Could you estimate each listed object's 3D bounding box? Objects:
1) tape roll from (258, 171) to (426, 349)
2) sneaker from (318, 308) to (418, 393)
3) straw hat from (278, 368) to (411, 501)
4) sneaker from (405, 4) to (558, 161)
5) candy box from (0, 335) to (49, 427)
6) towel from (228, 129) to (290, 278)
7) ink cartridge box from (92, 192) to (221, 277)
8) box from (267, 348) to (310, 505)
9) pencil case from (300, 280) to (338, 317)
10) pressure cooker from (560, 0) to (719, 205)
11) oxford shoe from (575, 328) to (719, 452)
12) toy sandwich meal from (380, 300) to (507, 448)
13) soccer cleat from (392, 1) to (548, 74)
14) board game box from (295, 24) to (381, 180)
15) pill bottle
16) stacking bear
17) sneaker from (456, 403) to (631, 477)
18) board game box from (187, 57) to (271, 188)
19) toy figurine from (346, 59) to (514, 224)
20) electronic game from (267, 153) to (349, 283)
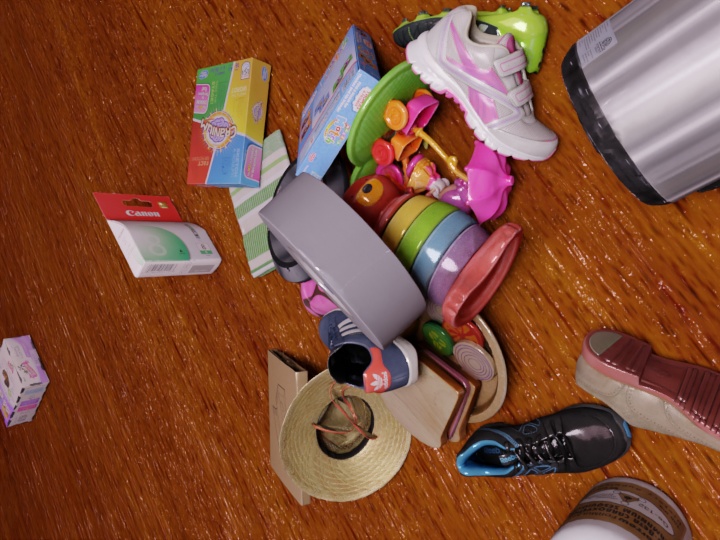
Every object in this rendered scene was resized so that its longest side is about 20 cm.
[{"bbox_3d":[-0.020,-0.008,0.608,0.066,0.200,0.200,-42,63,-6],"label":"tape roll"},{"bbox_3d":[-0.017,0.099,0.706,0.200,0.084,0.076,14,115,56],"label":"sneaker"},{"bbox_3d":[-0.025,0.217,0.811,0.085,0.200,0.203,-142,56,-74],"label":"straw hat"},{"bbox_3d":[0.145,-0.201,0.605,0.200,0.081,0.088,41,129,-7],"label":"sneaker"},{"bbox_3d":[-0.967,0.312,1.591,0.168,0.071,0.200,53,123,22],"label":"candy box"},{"bbox_3d":[-0.153,-0.106,0.932,0.152,0.023,0.201,-25,77,36],"label":"towel"},{"bbox_3d":[-0.363,-0.078,1.013,0.050,0.160,0.201,-45,67,30],"label":"ink cartridge box"},{"bbox_3d":[-0.115,0.238,0.888,0.163,0.021,0.202,-171,79,-66],"label":"box"},{"bbox_3d":[0.000,0.000,0.777,0.199,0.091,0.094,-22,86,40],"label":"pencil case"},{"bbox_3d":[0.295,-0.168,0.466,0.200,0.178,0.177,-33,71,36],"label":"pressure cooker"},{"bbox_3d":[0.313,0.134,0.564,0.200,0.070,0.075,33,140,30],"label":"oxford shoe"},{"bbox_3d":[0.089,0.119,0.699,0.205,0.070,0.206,27,129,38],"label":"toy sandwich meal"},{"bbox_3d":[0.121,-0.266,0.670,0.199,0.067,0.082,13,110,36],"label":"soccer cleat"},{"bbox_3d":[-0.033,-0.223,0.740,0.152,0.036,0.201,-53,24,30],"label":"board game box"},{"bbox_3d":[0.239,0.287,0.537,0.114,0.199,0.115,4,96,38],"label":"pill bottle"},{"bbox_3d":[0.061,-0.038,0.629,0.200,0.114,0.122,36,83,22],"label":"stacking bear"},{"bbox_3d":[0.201,0.205,0.636,0.199,0.082,0.074,-26,78,37],"label":"sneaker"},{"bbox_3d":[-0.223,-0.241,0.946,0.152,0.040,0.202,6,91,40],"label":"board game box"},{"bbox_3d":[0.092,-0.117,0.681,0.184,0.150,0.201,43,140,17],"label":"toy figurine"},{"bbox_3d":[-0.078,-0.081,0.810,0.199,0.041,0.202,-18,67,50],"label":"electronic game"}]
